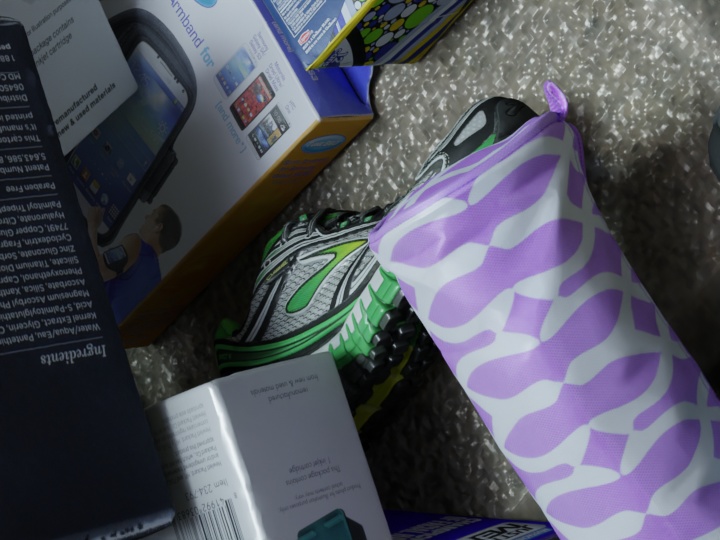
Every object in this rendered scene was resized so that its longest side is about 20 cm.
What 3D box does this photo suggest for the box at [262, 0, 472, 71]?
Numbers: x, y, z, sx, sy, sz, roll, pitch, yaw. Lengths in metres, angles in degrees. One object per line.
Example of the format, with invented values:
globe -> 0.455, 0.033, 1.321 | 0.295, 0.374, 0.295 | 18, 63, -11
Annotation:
box -> 0.043, -0.162, 0.758 | 0.200, 0.070, 0.065 | -45, 69, 34

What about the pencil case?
pencil case -> 0.085, 0.043, 0.702 | 0.085, 0.084, 0.201 | -34, 96, 5

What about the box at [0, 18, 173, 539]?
box -> -0.175, 0.028, 0.762 | 0.148, 0.104, 0.201 | -29, 75, 42

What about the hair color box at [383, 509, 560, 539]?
hair color box -> -0.005, 0.156, 0.841 | 0.199, 0.065, 0.110 | -2, 95, 39

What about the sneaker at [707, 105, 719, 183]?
sneaker -> 0.163, 0.033, 0.678 | 0.082, 0.073, 0.201 | -44, 67, 37

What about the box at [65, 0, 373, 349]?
box -> -0.077, -0.068, 0.892 | 0.200, 0.041, 0.119 | -45, 67, 37

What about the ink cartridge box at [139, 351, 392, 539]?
ink cartridge box -> -0.039, 0.145, 0.781 | 0.116, 0.067, 0.201 | -23, 82, 42

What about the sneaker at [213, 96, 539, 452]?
sneaker -> 0.000, 0.000, 0.809 | 0.200, 0.078, 0.085 | -48, 65, 34

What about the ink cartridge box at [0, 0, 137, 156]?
ink cartridge box -> -0.202, -0.135, 0.851 | 0.144, 0.084, 0.201 | -3, 121, 35
